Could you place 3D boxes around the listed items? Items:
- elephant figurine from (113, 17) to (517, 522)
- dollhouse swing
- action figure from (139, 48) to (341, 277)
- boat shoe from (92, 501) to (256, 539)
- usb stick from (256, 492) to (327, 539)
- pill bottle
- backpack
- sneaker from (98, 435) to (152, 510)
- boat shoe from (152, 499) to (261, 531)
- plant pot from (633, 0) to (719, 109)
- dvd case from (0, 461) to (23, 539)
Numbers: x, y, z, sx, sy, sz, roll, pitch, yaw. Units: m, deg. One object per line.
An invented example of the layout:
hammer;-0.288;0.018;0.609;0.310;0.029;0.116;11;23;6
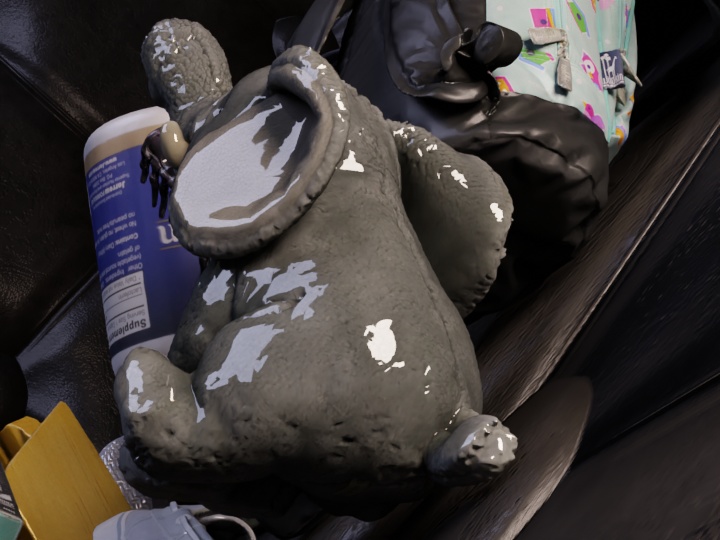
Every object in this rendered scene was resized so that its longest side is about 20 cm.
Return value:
elephant figurine;-0.020;-0.018;0.641;0.142;0.155;0.201;85;-171;-73
dollhouse swing;-0.231;0.212;0.999;0.176;0.182;0.200;-23;-15;-45
action figure;-0.016;-0.050;0.890;0.200;0.119;0.102;-19;-32;-44
boat shoe;-0.077;0.130;0.779;0.068;0.072;0.200;-27;-5;-5
usb stick;-0.002;0.061;0.854;0.056;0.033;0.200;-54;1;28
pill bottle;-0.096;0.011;1.066;0.115;0.201;0.116;-10;-12;-2
backpack;0.046;-0.080;0.787;0.167;0.126;0.200;-36;35;39
sneaker;-0.129;0.139;1.151;0.115;0.075;0.200;-54;-9;29
boat shoe;-0.080;0.111;0.969;0.073;0.065;0.200;-51;4;-34
plant pot;0.124;-0.195;0.937;0.177;0.200;0.200;-37;-3;-31
dvd case;-0.236;0.157;0.988;0.146;0.022;0.200;-65;26;7
